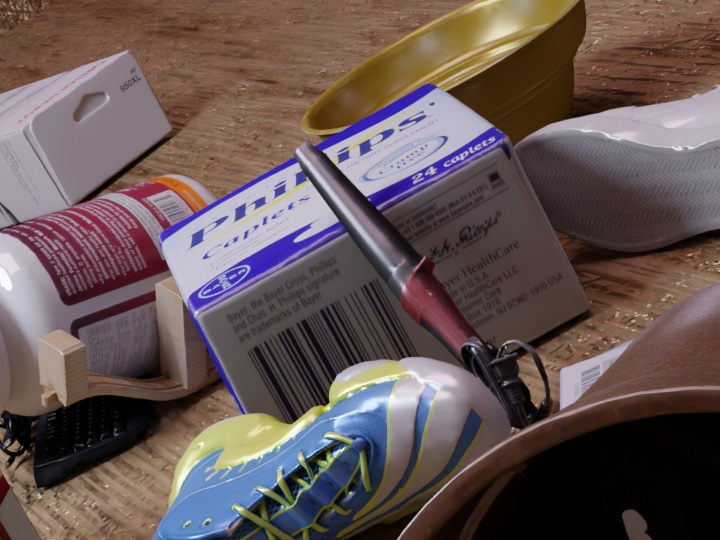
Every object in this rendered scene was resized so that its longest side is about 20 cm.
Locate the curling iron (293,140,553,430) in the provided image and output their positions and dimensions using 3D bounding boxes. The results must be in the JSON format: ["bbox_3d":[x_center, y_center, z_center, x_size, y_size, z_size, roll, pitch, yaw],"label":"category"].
[{"bbox_3d":[0.029,0.003,1.224,0.026,0.050,0.200,-26,54,-19],"label":"curling iron"}]

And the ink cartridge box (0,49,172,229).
[{"bbox_3d":[-0.282,-0.104,2.231,0.200,0.084,0.145,-13,22,47],"label":"ink cartridge box"}]

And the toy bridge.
[{"bbox_3d":[-0.102,0.038,1.484,0.200,0.067,0.027,-25,38,-36],"label":"toy bridge"}]

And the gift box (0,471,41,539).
[{"bbox_3d":[-0.278,0.143,1.252,0.200,0.185,0.187,-18,20,15],"label":"gift box"}]

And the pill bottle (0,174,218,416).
[{"bbox_3d":[-0.171,0.021,1.513,0.200,0.110,0.109,-21,9,-35],"label":"pill bottle"}]

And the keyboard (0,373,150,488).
[{"bbox_3d":[-0.179,0.076,1.563,0.104,0.040,0.200,-28,14,1],"label":"keyboard"}]

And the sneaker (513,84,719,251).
[{"bbox_3d":[0.183,-0.068,1.345,0.200,0.074,0.116,0,29,42],"label":"sneaker"}]

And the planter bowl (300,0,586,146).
[{"bbox_3d":[0.069,-0.101,1.611,0.200,0.084,0.200,-26,15,7],"label":"planter bowl"}]

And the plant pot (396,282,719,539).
[{"bbox_3d":[0.116,0.097,0.727,0.200,0.201,0.198,-23,8,21],"label":"plant pot"}]

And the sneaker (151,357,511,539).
[{"bbox_3d":[-0.021,0.107,1.153,0.200,0.076,0.105,-23,27,46],"label":"sneaker"}]

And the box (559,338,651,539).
[{"bbox_3d":[0.177,0.043,1.042,0.200,0.041,0.156,-26,16,12],"label":"box"}]

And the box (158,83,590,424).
[{"bbox_3d":[0.000,0.000,1.369,0.184,0.105,0.200,-29,15,-3],"label":"box"}]
